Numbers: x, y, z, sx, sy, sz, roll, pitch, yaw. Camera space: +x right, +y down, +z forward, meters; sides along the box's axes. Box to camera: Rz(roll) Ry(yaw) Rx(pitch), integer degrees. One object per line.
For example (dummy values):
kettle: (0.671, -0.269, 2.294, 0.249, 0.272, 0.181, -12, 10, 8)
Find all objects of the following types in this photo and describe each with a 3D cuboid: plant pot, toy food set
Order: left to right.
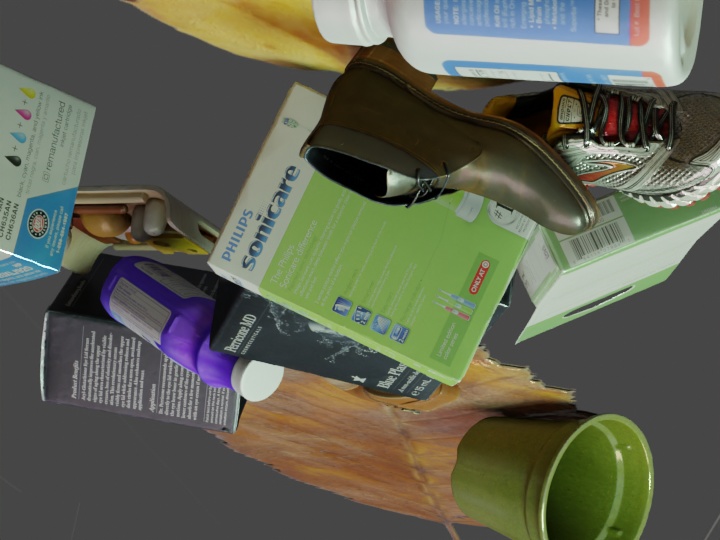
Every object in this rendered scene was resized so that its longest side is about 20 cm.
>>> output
toy food set: (-0.218, -0.025, 1.700, 0.200, 0.060, 0.144, 1, 161, 30)
plant pot: (0.216, 0.254, 2.180, 0.184, 0.200, 0.200, 9, 168, 47)

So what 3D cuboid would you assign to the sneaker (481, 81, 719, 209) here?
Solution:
sneaker: (0.167, -0.088, 1.223, 0.200, 0.078, 0.082, -3, 158, 37)

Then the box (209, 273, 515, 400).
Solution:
box: (0.000, 0.000, 1.485, 0.200, 0.117, 0.197, 14, 150, -12)

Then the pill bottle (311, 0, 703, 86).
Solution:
pill bottle: (0.079, -0.159, 0.981, 0.200, 0.112, 0.112, 6, 163, 17)

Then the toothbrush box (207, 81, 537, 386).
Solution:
toothbrush box: (0.011, -0.024, 1.316, 0.200, 0.146, 0.086, 25, 175, 1)

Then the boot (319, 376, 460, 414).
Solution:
boot: (0.056, 0.118, 1.995, 0.155, 0.074, 0.200, 25, 170, -37)

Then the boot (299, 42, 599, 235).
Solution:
boot: (0.056, -0.062, 1.216, 0.200, 0.097, 0.075, 34, 151, 9)

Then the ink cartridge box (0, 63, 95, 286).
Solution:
ink cartridge box: (-0.338, -0.088, 1.414, 0.200, 0.147, 0.145, 23, 159, -38)

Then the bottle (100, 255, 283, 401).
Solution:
bottle: (-0.146, 0.053, 1.610, 0.200, 0.065, 0.084, 31, -177, 41)

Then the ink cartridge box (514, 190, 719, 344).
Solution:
ink cartridge box: (0.188, -0.014, 1.386, 0.145, 0.048, 0.200, -22, 168, -12)

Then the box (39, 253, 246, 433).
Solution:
box: (-0.201, 0.069, 1.812, 0.200, 0.104, 0.148, 10, -155, 5)
